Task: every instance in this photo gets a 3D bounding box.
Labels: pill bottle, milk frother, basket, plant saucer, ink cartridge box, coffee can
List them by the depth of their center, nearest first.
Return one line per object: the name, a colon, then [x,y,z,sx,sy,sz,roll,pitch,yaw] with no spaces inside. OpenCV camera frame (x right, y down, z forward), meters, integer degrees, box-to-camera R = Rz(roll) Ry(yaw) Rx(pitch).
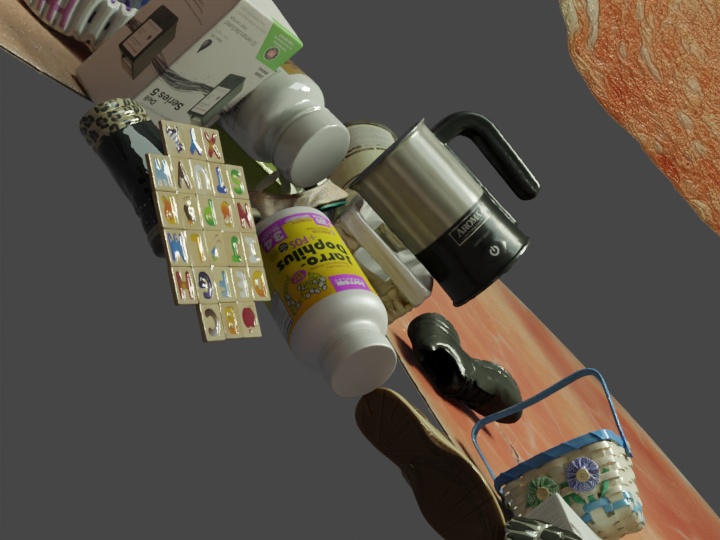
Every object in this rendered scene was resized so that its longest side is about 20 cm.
pill bottle: [-0.038,0.033,1.392,0.104,0.104,0.200,35,17,-50]
ink cartridge box: [-0.184,-0.230,1.482,0.084,0.200,0.145,56,13,23]
pill bottle: [-0.107,-0.191,1.583,0.200,0.114,0.114,45,8,27]
milk frother: [0.090,-0.071,1.600,0.188,0.180,0.200,48,-32,-5]
basket: [0.000,0.000,1.610,0.136,0.123,0.200,48,12,-5]
basket: [0.242,0.231,1.624,0.139,0.176,0.200,48,15,-52]
plant saucer: [-0.140,-0.144,1.756,0.200,0.048,0.200,44,12,-22]
coffee can: [0.014,-0.119,2.013,0.146,0.146,0.200,43,12,-26]

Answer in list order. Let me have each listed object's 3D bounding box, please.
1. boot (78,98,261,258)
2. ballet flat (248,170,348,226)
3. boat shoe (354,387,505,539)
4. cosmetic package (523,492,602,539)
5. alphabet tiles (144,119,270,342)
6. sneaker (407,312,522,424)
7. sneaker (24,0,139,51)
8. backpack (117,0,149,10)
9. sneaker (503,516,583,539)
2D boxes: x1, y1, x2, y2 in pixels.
boot: [-0.180,-0.091,1.324,0.154,0.073,0.203,55,15,7]
ballet flat: [-0.077,-0.090,1.613,0.200,0.068,0.068,-28,101,-60]
boat shoe: [0.076,0.198,1.371,0.200,0.072,0.072,46,9,14]
cosmetic package: [0.233,0.343,1.449,0.113,0.081,0.200,45,10,-25]
alphabet tiles: [-0.135,-0.035,1.237,0.166,0.006,0.201,2,75,-66]
sneaker: [0.137,0.147,1.820,0.200,0.076,0.091,38,23,-15]
sneaker: [-0.307,-0.290,1.552,0.200,0.081,0.088,35,-4,-20]
backpack: [-0.238,-0.313,1.684,0.200,0.151,0.178,43,12,4]
sneaker: [0.158,0.302,1.285,0.080,0.084,0.200,18,25,9]
